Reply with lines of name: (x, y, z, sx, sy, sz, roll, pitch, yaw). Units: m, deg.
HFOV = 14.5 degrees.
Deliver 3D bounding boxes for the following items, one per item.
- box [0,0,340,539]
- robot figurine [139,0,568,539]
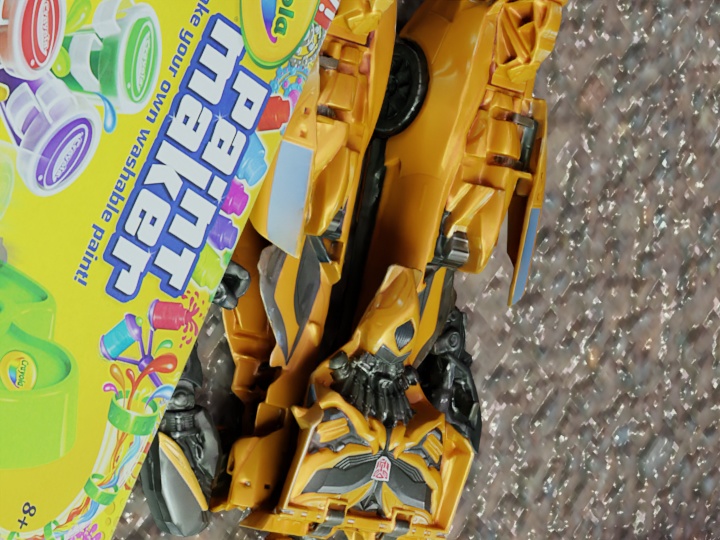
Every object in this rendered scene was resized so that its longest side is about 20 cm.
box: (-0.131, -0.049, 0.704, 0.192, 0.122, 0.201, 33, 75, -42)
robot figurine: (0.000, 0.000, 0.875, 0.144, 0.058, 0.202, 12, 88, -42)
